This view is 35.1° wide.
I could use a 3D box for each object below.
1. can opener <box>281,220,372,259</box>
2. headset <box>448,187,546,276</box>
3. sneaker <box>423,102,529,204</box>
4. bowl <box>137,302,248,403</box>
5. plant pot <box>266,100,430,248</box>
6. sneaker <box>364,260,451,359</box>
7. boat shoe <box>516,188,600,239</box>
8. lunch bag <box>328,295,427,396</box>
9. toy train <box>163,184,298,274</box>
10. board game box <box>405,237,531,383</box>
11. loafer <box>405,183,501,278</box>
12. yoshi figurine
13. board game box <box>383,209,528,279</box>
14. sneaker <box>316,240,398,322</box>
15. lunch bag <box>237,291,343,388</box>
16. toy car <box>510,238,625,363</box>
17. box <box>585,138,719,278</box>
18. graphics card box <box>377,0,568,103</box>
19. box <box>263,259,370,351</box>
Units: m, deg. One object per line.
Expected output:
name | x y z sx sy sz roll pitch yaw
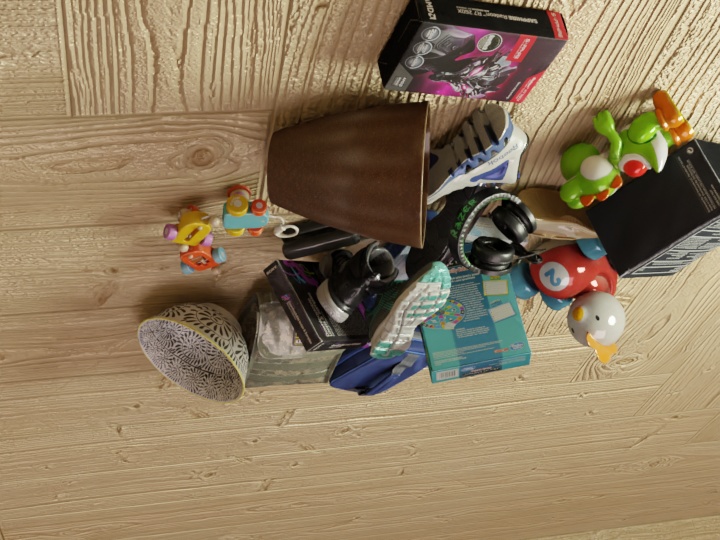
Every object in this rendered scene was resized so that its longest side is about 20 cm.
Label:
can opener | -0.017 -0.053 1.694 0.199 0.054 0.067 -14 151 7
headset | 0.198 -0.051 1.654 0.200 0.094 0.124 25 98 -42
sneaker | 0.157 -0.140 1.567 0.199 0.081 0.115 -33 142 33
bowl | -0.253 0.114 1.841 0.200 0.094 0.201 20 144 16
plant pot | -0.015 -0.126 1.455 0.199 0.188 0.187 3 152 5
sneaker | 0.058 0.041 1.664 0.077 0.091 0.200 5 139 -34
boat shoe | 0.310 -0.082 1.748 0.199 0.074 0.069 9 154 -24
lunch bag | 0.024 0.140 1.980 0.136 0.133 0.200 15 142 -39
toy train | -0.195 -0.061 1.621 0.199 0.056 0.150 -21 152 23
board game box | 0.160 0.059 1.715 0.150 0.201 0.047 -10 151 -1
loafer | 0.140 -0.061 1.666 0.063 0.072 0.200 11 121 -39
yoshi figurine | 0.357 -0.173 1.596 0.200 0.113 0.112 -37 -174 16
board game box | 0.131 -0.020 1.818 0.198 0.044 0.200 6 147 -28
sneaker | 0.000 0.000 1.692 0.114 0.200 0.076 -34 106 15
lunch bag | -0.113 0.104 1.886 0.163 0.118 0.200 -2 145 -21
toy car | 0.371 0.055 1.874 0.176 0.201 0.184 17 141 -41
box | 0.473 -0.088 1.675 0.198 0.124 0.200 -37 159 31
graphics card box | 0.134 -0.264 1.365 0.199 0.051 0.126 3 149 -23
box | -0.054 0.052 1.720 0.036 0.143 0.200 -36 162 21
